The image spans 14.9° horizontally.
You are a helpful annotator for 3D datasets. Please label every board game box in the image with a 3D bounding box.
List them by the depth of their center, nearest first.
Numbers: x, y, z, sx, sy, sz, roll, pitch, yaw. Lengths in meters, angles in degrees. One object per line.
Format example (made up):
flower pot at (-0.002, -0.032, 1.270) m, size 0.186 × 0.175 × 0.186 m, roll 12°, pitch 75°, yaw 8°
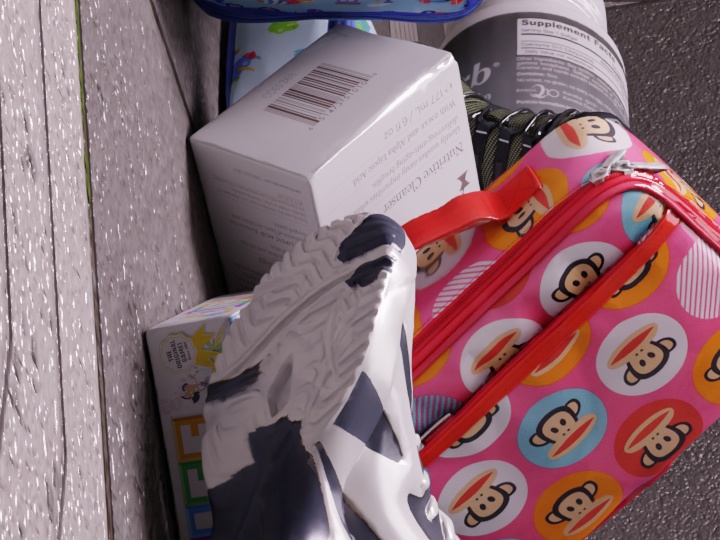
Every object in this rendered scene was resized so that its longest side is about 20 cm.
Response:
board game box at (-0.048, 0.081, 1.155) m, size 0.200 × 0.034 × 0.136 m, roll -28°, pitch 109°, yaw -84°

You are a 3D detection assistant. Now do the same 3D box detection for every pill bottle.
pill bottle at (0.094, -0.078, 1.547) m, size 0.201 × 0.115 × 0.116 m, roll -87°, pitch 168°, yaw -45°

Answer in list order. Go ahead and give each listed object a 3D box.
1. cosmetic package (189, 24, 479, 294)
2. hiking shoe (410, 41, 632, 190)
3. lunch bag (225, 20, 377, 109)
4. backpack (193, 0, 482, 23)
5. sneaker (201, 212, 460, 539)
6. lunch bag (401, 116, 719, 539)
cosmetic package at (0.000, 0.000, 1.305) m, size 0.113 × 0.081 × 0.201 m, roll -41°, pitch 133°, yaw -32°
hiking shoe at (0.090, -0.053, 1.348) m, size 0.200 × 0.101 × 0.076 m, roll 50°, pitch 33°, yaw 20°
lunch bag at (-0.016, -0.036, 1.450) m, size 0.161 × 0.082 × 0.201 m, roll -87°, pitch 167°, yaw -51°
backpack at (-0.009, -0.185, 1.309) m, size 0.200 × 0.181 × 0.136 m, roll 136°, pitch -46°, yaw -82°
sneaker at (0.005, 0.089, 1.048) m, size 0.129 × 0.079 × 0.200 m, roll 36°, pitch 55°, yaw -44°
lunch bag at (0.076, 0.030, 1.230) m, size 0.176 × 0.200 × 0.082 m, roll 39°, pitch 12°, yaw -36°
